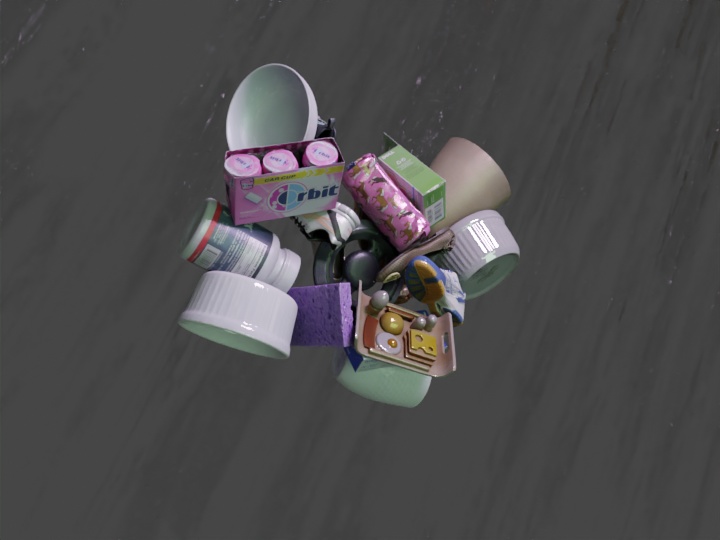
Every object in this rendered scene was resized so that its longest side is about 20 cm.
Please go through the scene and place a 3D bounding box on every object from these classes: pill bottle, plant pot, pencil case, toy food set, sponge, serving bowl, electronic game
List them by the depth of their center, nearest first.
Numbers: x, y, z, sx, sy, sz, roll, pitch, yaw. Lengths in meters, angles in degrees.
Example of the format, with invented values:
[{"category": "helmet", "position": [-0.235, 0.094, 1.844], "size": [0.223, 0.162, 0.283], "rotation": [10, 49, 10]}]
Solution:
[{"category": "pill bottle", "position": [-0.215, -0.033, 1.030], "size": [0.199, 0.119, 0.121], "rotation": [30, 75, -26]}, {"category": "toy food set", "position": [0.081, 0.102, 1.035], "size": [0.198, 0.061, 0.144], "rotation": [19, 41, -14]}, {"category": "serving bowl", "position": [-0.154, -0.269, 1.045], "size": [0.066, 0.198, 0.202], "rotation": [4, 86, -59]}, {"category": "sponge", "position": [-0.092, 0.085, 1.053], "size": [0.030, 0.199, 0.113], "rotation": [-6, 90, -45]}, {"category": "pencil case", "position": [0.049, -0.129, 1.094], "size": [0.083, 0.087, 0.200], "rotation": [-38, 86, -10]}, {"category": "electronic game", "position": [0.000, 0.000, 1.119], "size": [0.198, 0.042, 0.202], "rotation": [-1, 93, -25]}, {"category": "plant pot", "position": [0.191, -0.153, 1.240], "size": [0.200, 0.187, 0.188], "rotation": [-44, 109, -9]}]

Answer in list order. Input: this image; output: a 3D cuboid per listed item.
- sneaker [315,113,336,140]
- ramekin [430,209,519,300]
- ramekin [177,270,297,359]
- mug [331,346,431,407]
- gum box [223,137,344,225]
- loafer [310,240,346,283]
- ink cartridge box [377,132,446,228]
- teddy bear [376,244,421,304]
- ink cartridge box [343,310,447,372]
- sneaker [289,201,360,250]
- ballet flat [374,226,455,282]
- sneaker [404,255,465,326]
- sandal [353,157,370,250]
[{"category": "sneaker", "position": [-0.091, -0.286, 1.091], "size": [0.077, 0.139, 0.202], "rotation": [-20, 99, -29]}, {"category": "ramekin", "position": [0.250, -0.024, 1.232], "size": [0.199, 0.201, 0.105], "rotation": [-16, 59, -28]}, {"category": "ramekin", "position": [-0.206, 0.078, 0.992], "size": [0.199, 0.200, 0.099], "rotation": [26, 70, -26]}, {"category": "mug", "position": [0.036, 0.169, 1.166], "size": [0.174, 0.148, 0.202], "rotation": [15, 51, -20]}, {"category": "gum box", "position": [-0.136, -0.151, 0.966], "size": [0.198, 0.114, 0.067], "rotation": [-13, 58, -21]}, {"category": "loafer", "position": [-0.064, -0.064, 1.143], "size": [0.075, 0.068, 0.202], "rotation": [-14, 96, -29]}, {"category": "ink cartridge box", "position": [0.089, -0.182, 1.152], "size": [0.059, 0.200, 0.104], "rotation": [-33, 145, -15]}, {"category": "teddy bear", "position": [0.074, -0.017, 1.192], "size": [0.144, 0.067, 0.202], "rotation": [-1, 106, -28]}, {"category": "ink cartridge box", "position": [0.061, 0.131, 1.076], "size": [0.198, 0.044, 0.094], "rotation": [-3, 49, -34]}, {"category": "sneaker", "position": [-0.102, -0.106, 1.068], "size": [0.080, 0.199, 0.074], "rotation": [-58, 157, -18]}, {"category": "ballet flat", "position": [0.113, -0.024, 1.113], "size": [0.199, 0.067, 0.047], "rotation": [-31, 85, -26]}, {"category": "sneaker", "position": [0.150, 0.025, 1.120], "size": [0.200, 0.075, 0.089], "rotation": [54, 45, -41]}, {"category": "sandal", "position": [0.014, -0.137, 1.193], "size": [0.080, 0.054, 0.202], "rotation": [-16, 107, -21]}]
